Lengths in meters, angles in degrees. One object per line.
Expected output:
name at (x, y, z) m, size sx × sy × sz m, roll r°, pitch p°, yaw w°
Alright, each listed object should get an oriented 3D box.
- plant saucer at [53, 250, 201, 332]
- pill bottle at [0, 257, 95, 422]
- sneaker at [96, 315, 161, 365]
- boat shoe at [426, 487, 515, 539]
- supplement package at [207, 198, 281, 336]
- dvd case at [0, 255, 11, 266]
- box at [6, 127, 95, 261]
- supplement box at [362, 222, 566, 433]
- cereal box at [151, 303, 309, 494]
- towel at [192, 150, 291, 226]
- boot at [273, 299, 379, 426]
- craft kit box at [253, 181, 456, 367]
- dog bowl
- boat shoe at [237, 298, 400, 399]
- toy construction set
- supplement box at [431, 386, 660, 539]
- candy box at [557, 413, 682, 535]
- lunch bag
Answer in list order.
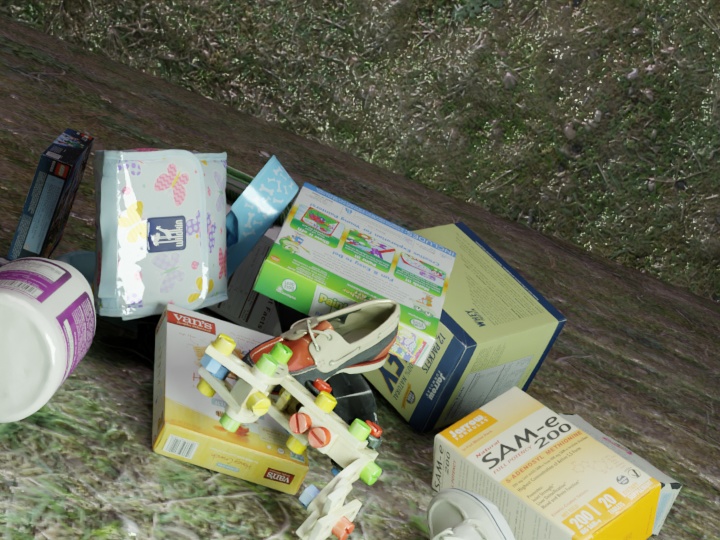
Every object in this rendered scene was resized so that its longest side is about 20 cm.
plant saucer at (-0.266, 0.023, 1.614) m, size 0.198 × 0.028 × 0.200 m, roll 23°, pitch 11°, yaw -5°
pill bottle at (-0.293, 0.051, 1.224) m, size 0.111 × 0.113 × 0.200 m, roll 23°, pitch 11°, yaw -3°
sneaker at (-0.164, 0.089, 1.453) m, size 0.198 × 0.061 × 0.104 m, roll 23°, pitch 11°, yaw 19°
boat shoe at (0.092, 0.250, 1.220) m, size 0.069 × 0.071 × 0.200 m, roll 20°, pitch 18°, yaw -28°
supplement package at (-0.157, -0.012, 1.757) m, size 0.198 × 0.118 × 0.117 m, roll 26°, pitch 9°, yaw 10°
dvd case at (-0.380, 0.018, 1.427) m, size 0.147 × 0.016 × 0.200 m, roll 23°, pitch 12°, yaw -1°
box at (-0.356, -0.081, 1.620) m, size 0.037 × 0.138 × 0.200 m, roll 19°, pitch 12°, yaw -8°
supplement box at (0.098, 0.063, 1.692) m, size 0.198 × 0.135 × 0.200 m, roll -11°, pitch 46°, yaw -46°
cereal box at (-0.125, 0.117, 1.332) m, size 0.142 × 0.040 × 0.201 m, roll 19°, pitch 28°, yaw -18°
towel at (-0.145, -0.078, 1.844) m, size 0.151 × 0.024 × 0.200 m, roll 24°, pitch -19°, yaw 16°
boot at (-0.025, 0.122, 1.509) m, size 0.200 × 0.065 × 0.166 m, roll 55°, pitch -8°, yaw 46°
craft kit box at (0.000, 0.000, 1.537) m, size 0.198 × 0.049 × 0.198 m, roll 25°, pitch 27°, yaw -2°
dog bowl at (-0.143, -0.040, 1.611) m, size 0.049 × 0.200 × 0.112 m, roll 39°, pitch 14°, yaw -6°
boat shoe at (-0.037, 0.073, 1.371) m, size 0.199 × 0.063 × 0.071 m, roll -13°, pitch 47°, yaw -44°
toy construction set at (-0.052, 0.140, 1.219) m, size 0.201 × 0.092 × 0.131 m, roll 54°, pitch 14°, yaw 18°
supplement box at (0.183, 0.214, 1.410) m, size 0.125 × 0.074 × 0.199 m, roll -26°, pitch 43°, yaw -35°
candy box at (0.239, 0.229, 1.583) m, size 0.167 × 0.072 × 0.199 m, roll 33°, pitch 15°, yaw 39°
lunch bag at (-0.212, -0.041, 1.462) m, size 0.125 × 0.172 × 0.200 m, roll 2°, pitch 3°, yaw 17°
